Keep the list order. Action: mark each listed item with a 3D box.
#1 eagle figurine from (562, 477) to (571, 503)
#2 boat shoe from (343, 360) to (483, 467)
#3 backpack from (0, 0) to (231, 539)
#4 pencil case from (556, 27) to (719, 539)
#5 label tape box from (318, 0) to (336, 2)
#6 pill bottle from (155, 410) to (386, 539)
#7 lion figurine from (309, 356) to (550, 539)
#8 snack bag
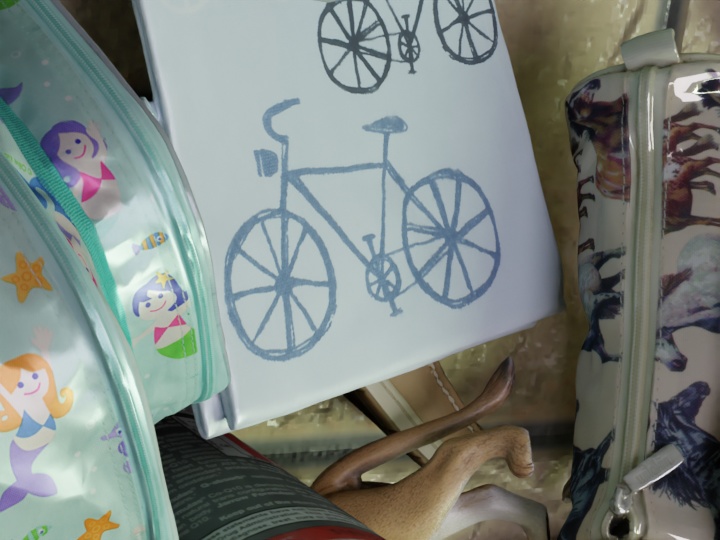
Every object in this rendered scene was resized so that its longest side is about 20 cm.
[{"bbox_3d":[0.170,0.091,0.987,0.151,0.200,0.152,-54,145,-15],"label":"eagle figurine"},{"bbox_3d":[0.000,0.000,0.930,0.066,0.074,0.200,-42,125,-8],"label":"boat shoe"},{"bbox_3d":[-0.124,0.011,0.752,0.150,0.200,0.178,-23,141,-15],"label":"backpack"},{"bbox_3d":[0.111,0.019,0.919,0.089,0.078,0.200,53,38,-70],"label":"pencil case"},{"bbox_3d":[-0.029,-0.162,0.784,0.200,0.066,0.144,10,76,-13],"label":"label tape box"},{"bbox_3d":[-0.060,0.112,0.850,0.116,0.200,0.116,-11,112,-29],"label":"pill bottle"},{"bbox_3d":[0.011,0.136,0.914,0.122,0.072,0.200,-5,87,8],"label":"lion figurine"},{"bbox_3d":[-0.010,-0.059,0.871,0.188,0.021,0.200,-18,96,-47],"label":"snack bag"}]
